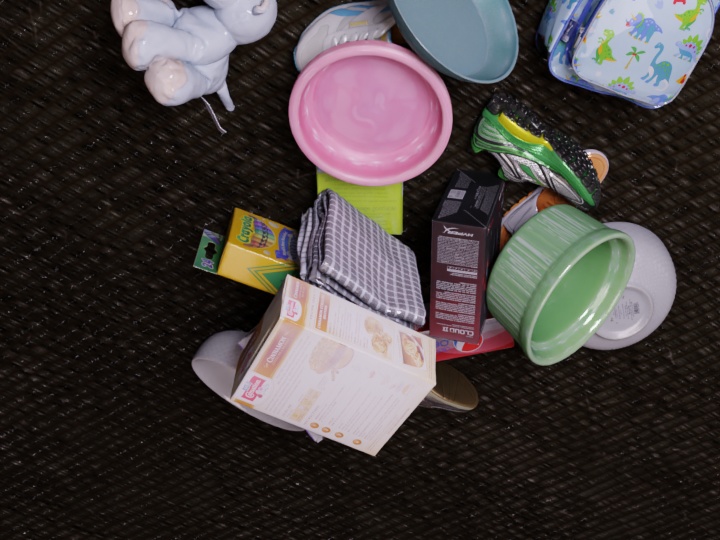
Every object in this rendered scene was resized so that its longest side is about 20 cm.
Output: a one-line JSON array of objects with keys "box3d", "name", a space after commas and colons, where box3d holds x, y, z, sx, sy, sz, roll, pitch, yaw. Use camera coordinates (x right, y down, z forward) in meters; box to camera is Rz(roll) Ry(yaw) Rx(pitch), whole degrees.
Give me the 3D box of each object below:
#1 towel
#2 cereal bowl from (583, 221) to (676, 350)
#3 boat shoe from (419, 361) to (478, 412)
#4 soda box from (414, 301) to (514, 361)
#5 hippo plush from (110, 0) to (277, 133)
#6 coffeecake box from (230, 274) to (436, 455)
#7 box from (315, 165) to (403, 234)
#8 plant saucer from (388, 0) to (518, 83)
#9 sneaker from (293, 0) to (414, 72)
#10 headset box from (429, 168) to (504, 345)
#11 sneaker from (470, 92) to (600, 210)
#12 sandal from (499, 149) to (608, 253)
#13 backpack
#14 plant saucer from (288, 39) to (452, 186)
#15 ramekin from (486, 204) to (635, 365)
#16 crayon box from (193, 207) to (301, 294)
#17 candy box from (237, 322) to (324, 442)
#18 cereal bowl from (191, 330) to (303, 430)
[{"box3d": [0.000, 0.000, 1.042, 0.164, 0.202, 0.086, 36, 115, -23], "name": "towel"}, {"box3d": [0.367, 0.037, 1.191, 0.194, 0.084, 0.204, 0, 122, 1], "name": "cereal bowl"}, {"box3d": [0.091, 0.180, 1.294, 0.196, 0.074, 0.065, 24, 131, -11], "name": "boat shoe"}, {"box3d": [0.128, 0.089, 1.230, 0.195, 0.071, 0.065, -11, 125, 7], "name": "soda box"}, {"box3d": [-0.172, -0.277, 0.944, 0.159, 0.161, 0.200, -34, 117, 20], "name": "hippo plush"}, {"box3d": [-0.032, 0.116, 0.959, 0.196, 0.074, 0.155, 24, 128, -16], "name": "coffeecake box"}, {"box3d": [-0.001, -0.145, 1.094, 0.118, 0.048, 0.204, -1, 123, 0], "name": "box"}, {"box3d": [0.098, -0.295, 0.928, 0.198, 0.203, 0.036, 35, 142, -21], "name": "plant saucer"}, {"box3d": [0.009, -0.281, 0.989, 0.195, 0.082, 0.078, -16, 123, 11], "name": "sneaker"}, {"box3d": [0.145, -0.011, 1.113, 0.073, 0.149, 0.204, 9, 124, 16], "name": "headset box"}, {"box3d": [0.234, -0.145, 1.080, 0.198, 0.078, 0.086, 37, 128, -2], "name": "sneaker"}, {"box3d": [0.263, -0.079, 1.130, 0.078, 0.060, 0.207, 31, 117, -18], "name": "sandal"}, {"box3d": [0.320, -0.301, 0.938, 0.179, 0.148, 0.203, 14, 119, -12], "name": "backpack"}, {"box3d": [0.013, -0.193, 0.983, 0.195, 0.052, 0.203, 3, 138, 3], "name": "plant saucer"}, {"box3d": [0.256, 0.014, 1.069, 0.197, 0.098, 0.203, -27, 139, -26], "name": "ramekin"}, {"box3d": [-0.122, -0.020, 1.124, 0.196, 0.126, 0.052, 19, 113, -13], "name": "crayon box"}, {"box3d": [-0.061, 0.113, 1.141, 0.071, 0.200, 0.169, -37, 94, 21], "name": "candy box"}, {"box3d": [-0.149, 0.153, 1.226, 0.196, 0.084, 0.202, 23, 153, 12], "name": "cereal bowl"}]
